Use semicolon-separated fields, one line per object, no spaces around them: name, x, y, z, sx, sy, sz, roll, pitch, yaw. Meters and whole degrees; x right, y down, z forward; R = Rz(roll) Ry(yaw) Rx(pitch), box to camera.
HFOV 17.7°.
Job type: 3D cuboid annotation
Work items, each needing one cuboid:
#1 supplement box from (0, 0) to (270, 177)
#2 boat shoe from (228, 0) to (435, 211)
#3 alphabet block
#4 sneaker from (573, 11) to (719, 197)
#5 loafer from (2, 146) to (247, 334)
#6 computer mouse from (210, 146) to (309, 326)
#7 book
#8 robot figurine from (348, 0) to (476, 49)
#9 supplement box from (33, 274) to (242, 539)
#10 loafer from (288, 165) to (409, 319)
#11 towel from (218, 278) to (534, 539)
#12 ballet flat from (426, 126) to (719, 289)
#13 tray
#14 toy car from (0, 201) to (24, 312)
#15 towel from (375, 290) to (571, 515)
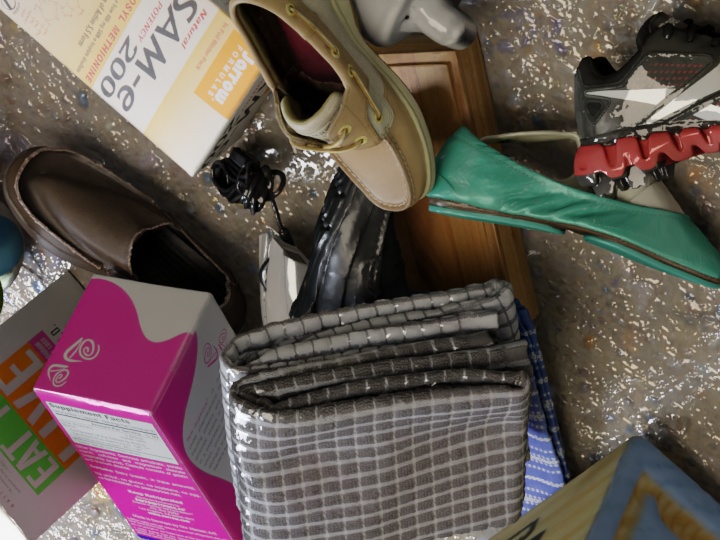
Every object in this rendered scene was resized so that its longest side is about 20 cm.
supplement box;-0.142;-0.178;1.528;0.200;0.074;0.126;40;130;5
boat shoe;-0.022;-0.105;1.371;0.074;0.067;0.200;-5;130;39
alphabet block;0.159;0.266;1.510;0.195;0.197;0.200;42;131;-6
sneaker;0.211;-0.111;1.351;0.199;0.071;0.098;-14;91;24
loafer;-0.160;-0.027;1.619;0.199;0.073;0.071;33;161;-1
computer mouse;-0.053;0.013;1.578;0.110;0.044;0.201;32;146;65
book;-0.230;0.102;1.662;0.134;0.200;0.048;47;130;-1
robot figurine;-0.003;-0.214;1.397;0.200;0.113;0.170;38;95;7
supplement box;-0.130;0.105;1.618;0.103;0.102;0.200;10;147;26
loafer;0.000;0.000;1.493;0.070;0.068;0.202;15;106;-8
towel;0.015;0.106;1.462;0.199;0.086;0.166;-10;134;-5
ballet flat;0.141;-0.046;1.431;0.199;0.067;0.071;15;93;1
tray;0.047;-0.054;1.511;0.098;0.037;0.201;0;117;31
toy car;-0.321;-0.043;1.650;0.200;0.175;0.150;48;128;-1
towel;0.065;0.093;1.565;0.144;0.024;0.201;5;131;29
